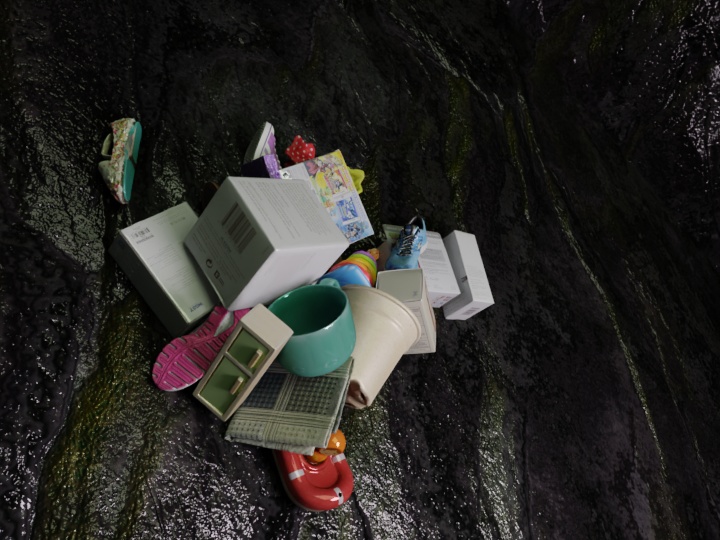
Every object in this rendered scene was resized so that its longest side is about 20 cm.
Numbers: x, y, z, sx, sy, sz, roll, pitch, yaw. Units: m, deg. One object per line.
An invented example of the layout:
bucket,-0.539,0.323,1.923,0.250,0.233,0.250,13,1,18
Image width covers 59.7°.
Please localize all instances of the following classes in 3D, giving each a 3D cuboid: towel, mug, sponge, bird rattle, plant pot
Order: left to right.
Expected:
sponge,-0.180,-0.131,1.283,0.030,0.111,0.201,-24,100,-34
towel,-0.118,0.229,1.112,0.193,0.198,0.035,-69,150,-42
mug,-0.072,0.106,1.117,0.184,0.152,0.115,-31,125,-28
bird rattle,-0.087,-0.215,1.437,0.199,0.113,0.164,35,28,-24
plant pot,-0.003,0.163,1.248,0.200,0.200,0.184,38,56,-15

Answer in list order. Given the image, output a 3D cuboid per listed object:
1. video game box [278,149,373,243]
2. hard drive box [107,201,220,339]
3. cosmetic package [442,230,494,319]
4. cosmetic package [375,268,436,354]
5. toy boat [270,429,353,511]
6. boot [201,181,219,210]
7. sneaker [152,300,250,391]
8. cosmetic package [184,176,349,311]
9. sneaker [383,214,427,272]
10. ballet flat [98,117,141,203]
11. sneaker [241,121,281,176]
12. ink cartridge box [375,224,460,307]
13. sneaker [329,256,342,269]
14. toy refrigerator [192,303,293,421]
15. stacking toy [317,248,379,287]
video game box,-0.084,-0.138,1.338,0.181,0.047,0.201,-24,94,-32
hard drive box,-0.328,-0.003,1.141,0.201,0.077,0.156,53,43,1
cosmetic package,0.254,0.012,1.604,0.081,0.113,0.201,7,58,-37
cosmetic package,0.101,0.092,1.354,0.201,0.103,0.088,71,19,-50
toy boat,-0.073,0.318,1.112,0.130,0.131,0.201,-8,69,-43
boot,-0.249,-0.089,1.279,0.097,0.074,0.201,-21,87,-57
sneaker,-0.273,0.138,1.097,0.200,0.088,0.081,-41,83,-24
cosmetic package,-0.165,-0.051,1.125,0.199,0.166,0.168,-7,56,-53
sneaker,0.100,-0.058,1.397,0.078,0.090,0.200,8,37,13
ballet flat,-0.456,-0.205,1.182,0.063,0.076,0.201,-1,55,-6
sneaker,-0.201,-0.229,1.404,0.114,0.072,0.202,23,62,-29
ink cartridge box,0.125,-0.009,1.527,0.199,0.084,0.177,7,58,-38
sneaker,-0.104,-0.092,1.412,0.075,0.070,0.201,1,64,-63
toy refrigerator,-0.198,0.156,1.037,0.076,0.200,0.070,40,31,3
stacking toy,0.000,0.000,1.398,0.110,0.116,0.200,56,34,-15
